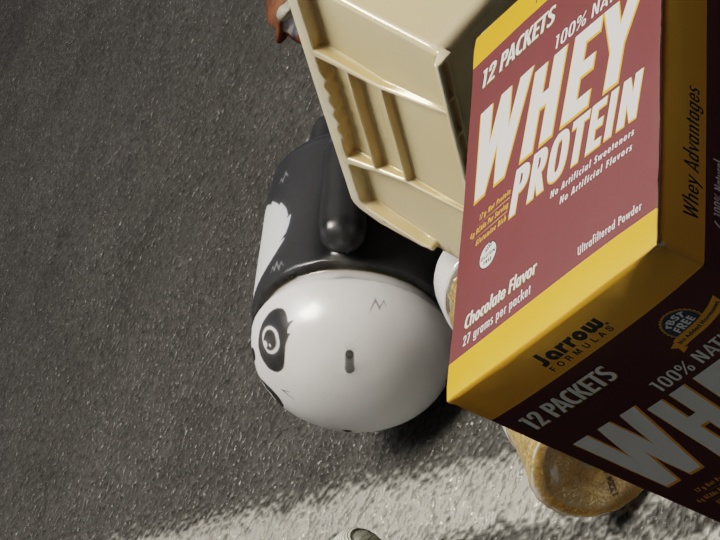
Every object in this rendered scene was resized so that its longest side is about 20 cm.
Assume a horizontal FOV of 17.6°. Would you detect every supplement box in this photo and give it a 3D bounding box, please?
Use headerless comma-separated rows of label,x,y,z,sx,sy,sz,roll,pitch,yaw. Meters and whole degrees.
supplement box,0.158,-0.018,0.954,0.133,0.200,0.198,-40,33,44

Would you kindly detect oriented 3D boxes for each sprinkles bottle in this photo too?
sprinkles bottle,0.092,0.046,1.196,0.068,0.068,0.200,-57,25,18

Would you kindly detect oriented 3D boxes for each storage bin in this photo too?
storage bin,0.076,-0.133,1.180,0.094,0.199,0.200,30,68,26

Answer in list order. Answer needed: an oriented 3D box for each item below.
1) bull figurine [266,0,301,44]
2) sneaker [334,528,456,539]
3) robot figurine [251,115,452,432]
bull figurine,-0.008,-0.252,1.691,0.121,0.065,0.200,-142,75,-78
sneaker,0.047,0.170,1.157,0.082,0.078,0.200,-61,33,-1
robot figurine,-0.002,-0.001,1.364,0.125,0.150,0.200,-28,41,35
